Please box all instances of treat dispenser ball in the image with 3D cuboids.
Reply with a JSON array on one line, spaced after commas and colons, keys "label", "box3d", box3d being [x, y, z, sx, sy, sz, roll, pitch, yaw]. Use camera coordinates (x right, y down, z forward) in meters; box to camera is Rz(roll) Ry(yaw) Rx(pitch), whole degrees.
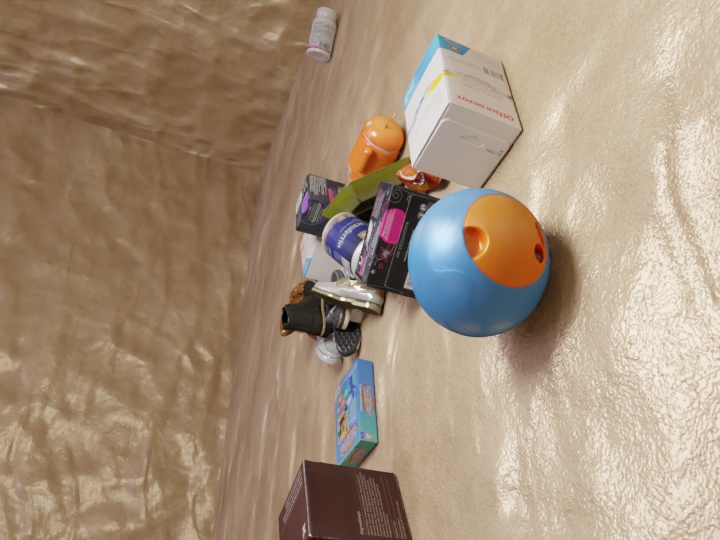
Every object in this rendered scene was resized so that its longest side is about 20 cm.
[{"label": "treat dispenser ball", "box3d": [0.163, -0.011, 0.850, 0.200, 0.195, 0.207, -166, 90, -72]}]

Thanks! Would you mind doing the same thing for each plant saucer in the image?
[{"label": "plant saucer", "box3d": [0.019, -0.187, 1.500, 0.049, 0.196, 0.200, 60, 153, 4]}]

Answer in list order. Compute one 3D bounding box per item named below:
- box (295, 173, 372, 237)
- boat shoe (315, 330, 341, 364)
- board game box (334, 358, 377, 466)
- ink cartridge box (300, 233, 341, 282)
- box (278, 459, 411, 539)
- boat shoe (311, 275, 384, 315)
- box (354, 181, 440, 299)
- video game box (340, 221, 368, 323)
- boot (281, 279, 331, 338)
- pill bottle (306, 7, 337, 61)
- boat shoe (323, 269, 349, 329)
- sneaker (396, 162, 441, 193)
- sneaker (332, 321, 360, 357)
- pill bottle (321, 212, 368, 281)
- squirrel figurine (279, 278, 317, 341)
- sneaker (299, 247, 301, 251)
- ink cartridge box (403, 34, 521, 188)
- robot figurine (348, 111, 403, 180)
[{"label": "box", "box3d": [-0.070, -0.162, 1.659, 0.108, 0.194, 0.124, -96, 27, -46]}, {"label": "boat shoe", "box3d": [-0.088, 0.185, 1.681, 0.201, 0.071, 0.067, -119, 42, -63]}, {"label": "board game box", "box3d": [-0.014, 0.332, 1.398, 0.153, 0.044, 0.204, 121, 155, -44]}, {"label": "ink cartridge box", "box3d": [-0.104, -0.072, 1.822, 0.202, 0.122, 0.131, -106, 34, -55]}, {"label": "box", "box3d": [-0.033, 0.478, 1.114, 0.166, 0.194, 0.169, -106, 35, -57]}, {"label": "boat shoe", "box3d": [-0.027, 0.052, 1.476, 0.195, 0.075, 0.070, 13, 73, 29]}, {"label": "box", "box3d": [0.082, -0.064, 1.242, 0.115, 0.128, 0.206, -134, 60, -73]}, {"label": "video game box", "box3d": [0.000, 0.000, 1.586, 0.202, 0.045, 0.186, -105, 31, -55]}, {"label": "boot", "box3d": [-0.162, 0.090, 1.657, 0.079, 0.135, 0.202, -63, 32, 28]}, {"label": "pill bottle", "box3d": [-0.166, -1.045, 2.697, 0.113, 0.110, 0.207, 179, 104, -71]}, {"label": "boat shoe", "box3d": [-0.068, 0.066, 1.579, 0.203, 0.061, 0.074, -99, 25, -48]}, {"label": "sneaker", "box3d": [0.138, -0.213, 1.307, 0.078, 0.072, 0.199, -57, 19, -11]}, {"label": "sneaker", "box3d": [-0.038, 0.163, 1.590, 0.202, 0.069, 0.085, -100, 6, -53]}, {"label": "pill bottle", "box3d": [0.005, -0.045, 1.410, 0.199, 0.113, 0.119, 37, 115, 44]}, {"label": "squirrel figurine", "box3d": [-0.149, 0.087, 1.843, 0.188, 0.138, 0.204, -53, 31, 37]}, {"label": "sneaker", "box3d": [-0.143, -0.053, 2.043, 0.199, 0.077, 0.099, 153, 107, -68]}, {"label": "ink cartridge box", "box3d": [0.174, -0.281, 1.088, 0.147, 0.143, 0.204, 123, 154, -44]}, {"label": "robot figurine", "box3d": [0.040, -0.310, 1.564, 0.118, 0.140, 0.202, 62, 139, 33]}]
